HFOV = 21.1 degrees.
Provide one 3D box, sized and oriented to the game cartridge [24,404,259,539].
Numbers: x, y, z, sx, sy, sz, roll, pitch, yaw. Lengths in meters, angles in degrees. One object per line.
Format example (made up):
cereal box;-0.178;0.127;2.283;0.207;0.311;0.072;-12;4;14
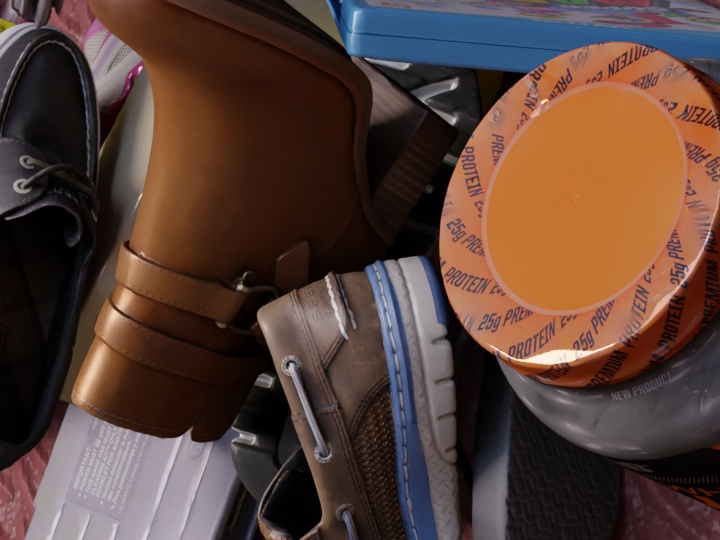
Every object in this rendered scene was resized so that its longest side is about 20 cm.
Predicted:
game cartridge;-0.081;0.061;0.882;0.129;0.038;0.201;12;80;49

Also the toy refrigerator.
toy refrigerator;-0.070;-0.036;0.831;0.201;0.070;0.076;-62;27;8

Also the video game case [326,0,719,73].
video game case;0.061;-0.090;0.687;0.200;0.142;0.018;-104;19;-76

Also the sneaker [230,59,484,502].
sneaker;0.000;0.000;0.794;0.078;0.090;0.201;19;89;13

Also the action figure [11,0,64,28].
action figure;-0.118;-0.146;0.810;0.199;0.130;0.070;2;111;40

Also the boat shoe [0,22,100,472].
boat shoe;-0.136;-0.013;0.781;0.066;0.070;0.201;-16;55;49

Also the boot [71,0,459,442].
boot;-0.057;-0.018;0.662;0.074;0.200;0.155;41;97;37

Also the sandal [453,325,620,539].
sandal;0.063;0.034;0.738;0.043;0.076;0.201;-19;49;33

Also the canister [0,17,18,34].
canister;-0.199;-0.011;0.916;0.200;0.086;0.149;131;157;-63

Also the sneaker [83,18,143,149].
sneaker;-0.072;-0.127;0.924;0.200;0.081;0.089;-30;55;29

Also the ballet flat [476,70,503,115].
ballet flat;0.038;-0.158;0.843;0.067;0.067;0.201;-44;41;48

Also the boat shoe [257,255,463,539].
boat shoe;-0.001;0.091;0.703;0.072;0.072;0.201;-108;12;-69

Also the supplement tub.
supplement tub;0.121;0.012;0.599;0.122;0.200;0.123;-20;59;36
